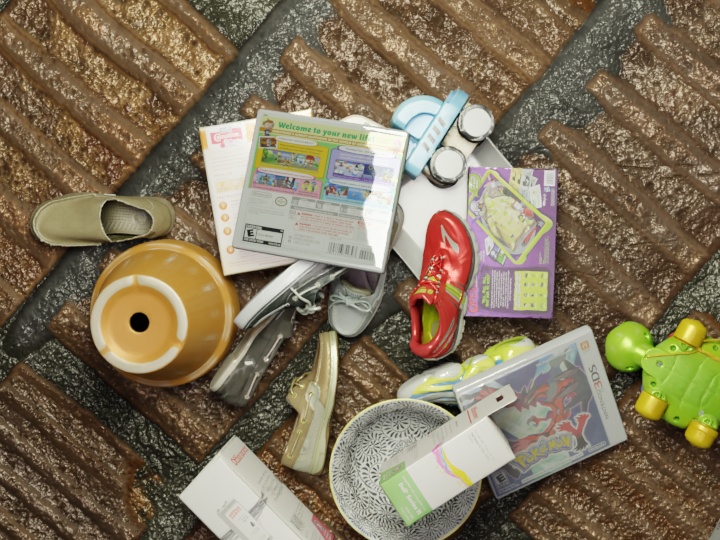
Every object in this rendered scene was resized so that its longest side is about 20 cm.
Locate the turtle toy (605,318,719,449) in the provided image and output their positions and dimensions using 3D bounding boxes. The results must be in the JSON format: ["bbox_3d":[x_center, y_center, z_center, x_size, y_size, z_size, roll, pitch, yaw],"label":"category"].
[{"bbox_3d":[0.418,0.134,1.643,0.200,0.101,0.146,29,94,1],"label":"turtle toy"}]

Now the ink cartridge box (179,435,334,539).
[{"bbox_3d":[-0.135,0.328,1.657,0.083,0.147,0.200,-45,89,4],"label":"ink cartridge box"}]

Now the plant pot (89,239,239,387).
[{"bbox_3d":[-0.270,0.062,1.630,0.200,0.183,0.201,0,93,2],"label":"plant pot"}]

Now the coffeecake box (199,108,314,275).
[{"bbox_3d":[-0.122,-0.105,1.669,0.153,0.073,0.200,-9,93,2],"label":"coffeecake box"}]

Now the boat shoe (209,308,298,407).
[{"bbox_3d":[-0.126,0.098,1.689,0.057,0.067,0.200,36,95,-16],"label":"boat shoe"}]

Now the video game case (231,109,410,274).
[{"bbox_3d":[-0.050,-0.101,1.569,0.200,0.022,0.182,10,86,10],"label":"video game case"}]

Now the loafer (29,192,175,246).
[{"bbox_3d":[-0.355,-0.072,1.685,0.200,0.067,0.076,-6,93,3],"label":"loafer"}]

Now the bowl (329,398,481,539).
[{"bbox_3d":[0.060,0.265,1.671,0.200,0.094,0.201,0,93,2],"label":"bowl"}]

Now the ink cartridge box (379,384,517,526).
[{"bbox_3d":[0.125,0.230,1.560,0.200,0.117,0.067,-33,92,4],"label":"ink cartridge box"}]

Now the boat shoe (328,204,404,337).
[{"bbox_3d":[0.002,0.000,1.660,0.074,0.065,0.202,25,109,8],"label":"boat shoe"}]

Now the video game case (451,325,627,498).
[{"bbox_3d":[0.241,0.190,1.652,0.200,0.023,0.182,-24,113,-3],"label":"video game case"}]

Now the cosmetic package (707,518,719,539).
[{"bbox_3d":[0.559,0.419,1.661,0.200,0.090,0.107,22,97,-2],"label":"cosmetic package"}]

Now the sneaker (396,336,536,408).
[{"bbox_3d":[0.154,0.167,1.671,0.200,0.076,0.105,-21,93,3],"label":"sneaker"}]

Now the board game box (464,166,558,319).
[{"bbox_3d":[0.200,-0.037,1.654,0.120,0.032,0.200,2,93,-1],"label":"board game box"}]

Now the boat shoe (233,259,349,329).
[{"bbox_3d":[-0.074,0.023,1.612,0.199,0.074,0.068,-39,93,2],"label":"boat shoe"}]

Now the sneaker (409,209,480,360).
[{"bbox_3d":[0.103,0.020,1.622,0.077,0.085,0.200,7,97,34],"label":"sneaker"}]

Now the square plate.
[{"bbox_3d":[0.127,-0.082,1.682,0.198,0.028,0.200,-40,91,5],"label":"square plate"}]

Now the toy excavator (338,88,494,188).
[{"bbox_3d":[0.047,-0.173,1.613,0.200,0.100,0.195,34,90,0],"label":"toy excavator"}]

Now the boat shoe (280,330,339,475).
[{"bbox_3d":[-0.068,0.178,1.682,0.066,0.074,0.200,8,93,-3],"label":"boat shoe"}]
